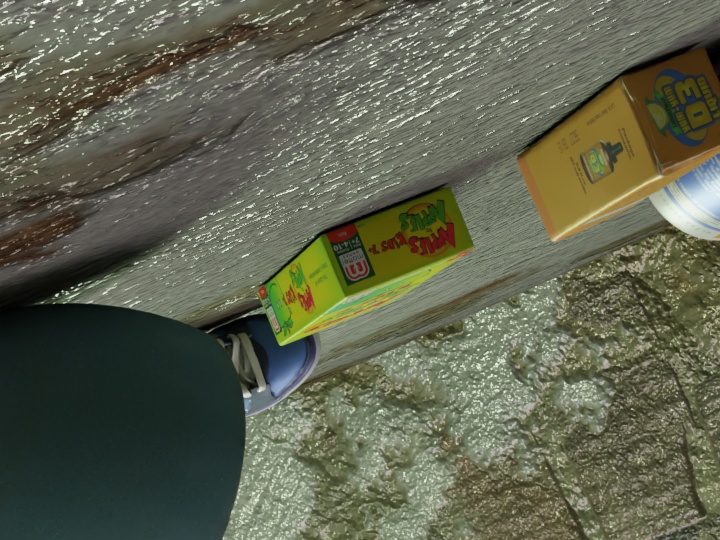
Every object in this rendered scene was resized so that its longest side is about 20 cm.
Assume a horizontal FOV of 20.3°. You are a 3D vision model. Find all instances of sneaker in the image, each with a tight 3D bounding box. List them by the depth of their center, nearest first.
[{"bbox_3d":[-0.133,0.093,1.632,0.199,0.081,0.146,-18,180,6],"label":"sneaker"}]

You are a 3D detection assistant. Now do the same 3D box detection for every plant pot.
[{"bbox_3d":[-0.175,0.099,1.055,0.134,0.201,0.200,27,141,-36],"label":"plant pot"}]

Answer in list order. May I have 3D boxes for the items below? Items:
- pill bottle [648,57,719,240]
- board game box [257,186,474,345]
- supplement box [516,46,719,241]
[{"bbox_3d":[0.265,-0.094,1.276,0.112,0.113,0.200,-21,176,-21],"label":"pill bottle"},{"bbox_3d":[0.000,0.000,1.443,0.101,0.048,0.200,-22,175,-18],"label":"board game box"},{"bbox_3d":[0.167,-0.077,1.277,0.069,0.067,0.200,-22,176,-15],"label":"supplement box"}]
